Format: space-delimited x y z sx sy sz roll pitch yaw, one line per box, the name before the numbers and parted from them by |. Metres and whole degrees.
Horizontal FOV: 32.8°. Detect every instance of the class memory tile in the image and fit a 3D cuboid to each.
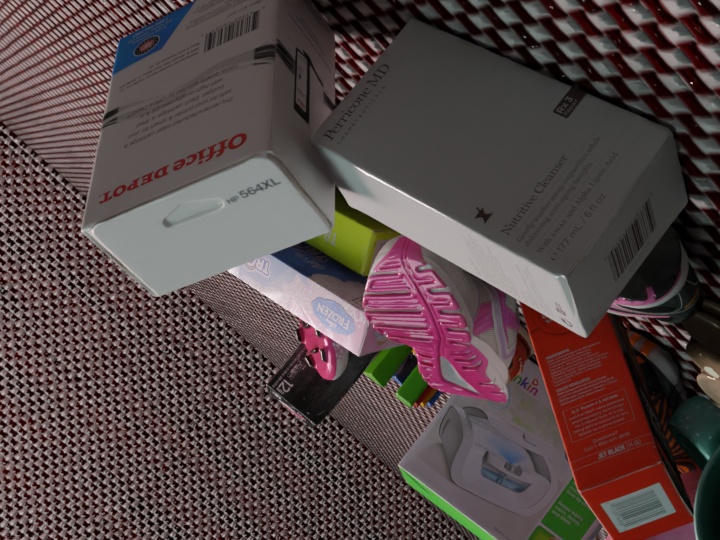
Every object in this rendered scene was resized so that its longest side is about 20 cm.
memory tile | 0.304 0.098 0.871 0.153 0.017 0.200 31 166 35

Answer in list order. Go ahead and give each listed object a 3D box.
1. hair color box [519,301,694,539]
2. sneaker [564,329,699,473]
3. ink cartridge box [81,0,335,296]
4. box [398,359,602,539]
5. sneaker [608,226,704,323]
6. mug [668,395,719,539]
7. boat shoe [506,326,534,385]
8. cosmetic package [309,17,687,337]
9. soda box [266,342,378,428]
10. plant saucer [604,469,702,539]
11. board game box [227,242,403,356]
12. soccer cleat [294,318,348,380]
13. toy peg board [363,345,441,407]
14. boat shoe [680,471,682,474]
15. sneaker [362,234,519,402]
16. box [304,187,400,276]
hair color box | 0.168 0.081 0.865 0.102 0.061 0.200 52 -160 -48
sneaker | 0.231 0.143 1.033 0.078 0.112 0.200 26 162 49
ink cartridge box | -0.097 -0.098 0.834 0.084 0.146 0.200 49 -151 -42
box | 0.173 0.204 1.282 0.200 0.177 0.097 36 168 19
sneaker | 0.145 -0.010 0.827 0.086 0.080 0.200 36 180 -44
mug | 0.294 0.162 0.782 0.114 0.152 0.185 52 -154 -52
boat shoe | 0.078 0.043 1.218 0.200 0.063 0.071 37 149 10
cosmetic package | 0.081 -0.061 0.740 0.200 0.113 0.081 30 165 32
soda box | -0.011 0.068 1.287 0.071 0.200 0.063 39 169 2
plant saucer | 0.303 0.226 1.047 0.201 0.200 0.051 51 -153 -44
board game box | 0.000 0.000 1.104 0.200 0.043 0.199 31 -153 35
soccer cleat | -0.030 0.008 1.235 0.070 0.086 0.200 -40 63 62
toy peg board | 0.033 0.099 1.526 0.200 0.098 0.199 37 168 15
boat shoe | 0.272 0.177 1.164 0.201 0.063 0.074 32 169 40
sneaker | 0.065 0.020 0.891 0.081 0.088 0.200 8 155 25
box | -0.023 -0.057 1.098 0.200 0.048 0.122 31 -157 36
